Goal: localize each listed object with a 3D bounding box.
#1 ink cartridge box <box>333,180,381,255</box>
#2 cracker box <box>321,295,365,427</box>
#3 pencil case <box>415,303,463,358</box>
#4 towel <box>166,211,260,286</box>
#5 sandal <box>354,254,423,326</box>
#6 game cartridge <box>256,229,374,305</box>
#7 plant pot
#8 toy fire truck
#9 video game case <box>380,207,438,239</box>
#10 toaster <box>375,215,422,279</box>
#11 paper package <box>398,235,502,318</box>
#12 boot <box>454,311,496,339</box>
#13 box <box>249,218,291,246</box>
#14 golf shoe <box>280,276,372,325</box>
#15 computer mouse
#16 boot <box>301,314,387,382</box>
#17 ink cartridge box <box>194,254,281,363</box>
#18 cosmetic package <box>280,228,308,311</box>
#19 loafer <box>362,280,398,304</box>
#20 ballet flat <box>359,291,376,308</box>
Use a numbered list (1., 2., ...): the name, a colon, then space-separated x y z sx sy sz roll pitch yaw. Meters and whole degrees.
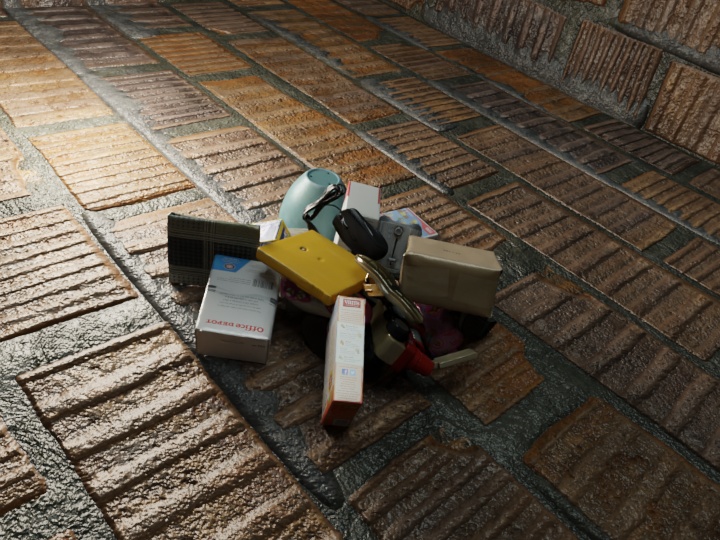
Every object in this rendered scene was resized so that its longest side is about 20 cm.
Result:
1. ink cartridge box: -0.016 -0.083 1.515 0.082 0.202 0.145 13 35 -6
2. cracker box: -0.031 0.167 1.175 0.057 0.134 0.203 7 60 -9
3. pencil case: 0.155 0.100 1.430 0.086 0.088 0.201 -4 40 -23
4. towel: -0.308 -0.037 1.362 0.196 0.194 0.035 8 41 -6
5. sandal: 0.044 0.041 1.239 0.201 0.054 0.080 50 16 28
6. game cartridge: -0.084 -0.009 1.306 0.199 0.033 0.175 33 32 25
7. plant pot: -0.106 -0.184 1.673 0.197 0.136 0.201 9 36 -7
8. toy fire truck: 0.117 0.143 1.299 0.199 0.129 0.177 35 18 -17
9. video game case: 0.095 -0.112 1.744 0.198 0.018 0.143 -15 45 -34
10. toaster: 0.078 -0.050 1.519 0.112 0.131 0.200 15 -1 1
11. paper package: 0.183 0.006 1.341 0.197 0.105 0.191 11 15 4
12. boot: 0.221 0.085 1.421 0.131 0.068 0.200 43 8 23
13. box: -0.256 -0.057 1.433 0.197 0.065 0.071 -7 45 19
14. golf shoe: -0.067 0.063 1.319 0.197 0.092 0.076 23 70 6
15. computer mouse: -0.041 -0.078 1.402 0.201 0.139 0.046 51 31 -17
16. boot: -0.031 0.152 1.317 0.198 0.074 0.075 32 26 11
17. ink cartridge box: -0.243 0.075 1.300 0.144 0.087 0.202 10 47 -6
18. cosmetic package: -0.138 -0.004 1.463 0.102 0.088 0.201 1 37 -20
19. loafer: 0.000 0.000 1.396 0.199 0.063 0.072 34 34 16
20. ballet flat: -0.002 0.078 1.416 0.197 0.068 0.069 -5 46 -23
